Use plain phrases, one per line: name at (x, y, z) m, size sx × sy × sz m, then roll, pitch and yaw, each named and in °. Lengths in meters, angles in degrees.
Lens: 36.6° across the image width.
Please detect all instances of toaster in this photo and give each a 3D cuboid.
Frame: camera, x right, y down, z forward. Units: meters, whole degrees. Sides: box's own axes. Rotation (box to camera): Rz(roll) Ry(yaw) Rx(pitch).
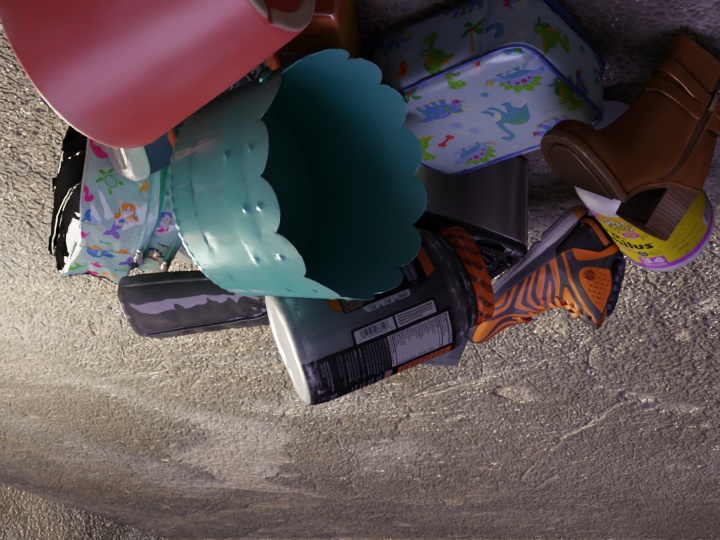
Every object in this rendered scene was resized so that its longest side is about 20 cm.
toaster at (0.073, -0.058, 1.165) m, size 0.178 × 0.121 × 0.200 m, roll 15°, pitch 156°, yaw -19°

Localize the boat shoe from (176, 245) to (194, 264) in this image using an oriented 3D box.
boat shoe at (-0.167, -0.039, 1.355) m, size 0.071 × 0.071 × 0.200 m, roll -23°, pitch 148°, yaw 32°

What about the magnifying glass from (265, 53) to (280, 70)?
magnifying glass at (-0.070, -0.154, 1.068) m, size 0.022 × 0.081 × 0.201 m, roll -17°, pitch 144°, yaw -2°

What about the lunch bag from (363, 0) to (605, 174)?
lunch bag at (0.109, -0.162, 0.969) m, size 0.198 × 0.084 × 0.160 m, roll -15°, pitch 147°, yaw 40°

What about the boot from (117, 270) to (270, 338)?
boot at (-0.130, 0.048, 1.134) m, size 0.197 × 0.073 × 0.183 m, roll -16°, pitch 138°, yaw 11°

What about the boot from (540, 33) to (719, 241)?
boot at (0.243, -0.128, 0.916) m, size 0.198 × 0.157 × 0.076 m, roll 25°, pitch -178°, yaw -37°

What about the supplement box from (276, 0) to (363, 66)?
supplement box at (-0.034, -0.190, 0.968) m, size 0.067 × 0.068 × 0.201 m, roll 2°, pitch 155°, yaw 10°

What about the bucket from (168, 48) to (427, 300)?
bucket at (-0.052, -0.073, 0.911) m, size 0.133 × 0.211 × 0.206 m, roll -5°, pitch 155°, yaw 40°

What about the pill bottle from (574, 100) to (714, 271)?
pill bottle at (0.273, -0.084, 1.070) m, size 0.103 × 0.106 × 0.200 m, roll -9°, pitch 151°, yaw 32°

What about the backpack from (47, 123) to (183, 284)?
backpack at (-0.242, -0.093, 1.107) m, size 0.148 × 0.181 × 0.201 m, roll 5°, pitch 153°, yaw -14°

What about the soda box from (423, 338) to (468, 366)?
soda box at (0.046, 0.037, 1.302) m, size 0.067 × 0.064 × 0.200 m, roll 7°, pitch -157°, yaw -41°

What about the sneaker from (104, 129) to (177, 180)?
sneaker at (-0.207, -0.187, 0.974) m, size 0.075 × 0.084 × 0.203 m, roll 22°, pitch 133°, yaw 52°

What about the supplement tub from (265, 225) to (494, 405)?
supplement tub at (0.019, 0.037, 1.025) m, size 0.197 × 0.124 × 0.123 m, roll -21°, pitch 160°, yaw -13°

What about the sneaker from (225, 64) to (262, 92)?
sneaker at (-0.129, -0.152, 1.069) m, size 0.079 × 0.076 × 0.201 m, roll 1°, pitch 155°, yaw 13°

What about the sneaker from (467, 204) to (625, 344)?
sneaker at (0.205, 0.035, 1.179) m, size 0.200 × 0.112 × 0.077 m, roll -48°, pitch 167°, yaw 26°

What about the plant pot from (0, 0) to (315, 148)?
plant pot at (-0.141, -0.215, 0.816) m, size 0.175 × 0.204 × 0.200 m, roll -18°, pitch 147°, yaw 26°
